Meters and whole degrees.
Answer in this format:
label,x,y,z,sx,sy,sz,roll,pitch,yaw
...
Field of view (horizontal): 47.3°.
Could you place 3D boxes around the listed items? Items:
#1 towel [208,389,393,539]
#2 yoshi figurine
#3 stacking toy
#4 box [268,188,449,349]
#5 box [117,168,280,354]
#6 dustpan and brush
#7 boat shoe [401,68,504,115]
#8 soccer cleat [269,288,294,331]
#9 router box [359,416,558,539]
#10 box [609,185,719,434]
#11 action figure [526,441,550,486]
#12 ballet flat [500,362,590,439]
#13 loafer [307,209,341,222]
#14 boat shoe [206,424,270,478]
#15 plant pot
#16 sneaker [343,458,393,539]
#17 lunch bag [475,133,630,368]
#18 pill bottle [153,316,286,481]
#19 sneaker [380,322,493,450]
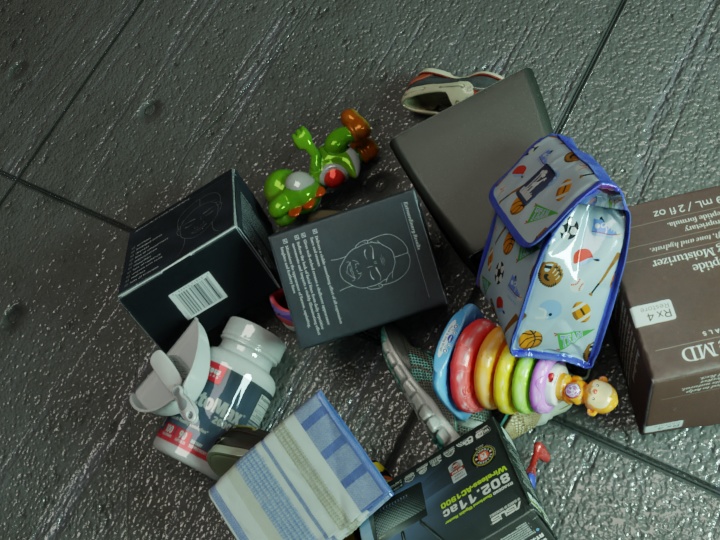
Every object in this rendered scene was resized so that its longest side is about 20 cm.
label,x,y,z,sx,sy,sz,roll,pitch,yaw
towel,-0.071,0.253,0.935,0.200,0.024,0.148,-43,77,17
yoshi figurine,-0.073,-0.154,1.245,0.200,0.112,0.113,-43,96,-13
stacking toy,0.186,0.120,0.904,0.197,0.110,0.117,12,64,37
box,0.000,0.000,1.063,0.196,0.107,0.151,-17,87,5
box,-0.233,-0.018,1.201,0.198,0.125,0.198,-29,32,7
dustpan and brush,-0.231,0.144,1.039,0.140,0.057,0.199,-50,43,-2
boat shoe,0.149,-0.254,1.220,0.198,0.072,0.063,20,57,38
soccer cleat,-0.032,0.041,1.143,0.196,0.073,0.069,-9,59,21
router box,0.095,0.270,0.881,0.198,0.062,0.151,-35,27,9
box,0.362,0.045,0.891,0.162,0.165,0.203,-13,58,8
action figure,0.163,0.283,0.900,0.064,0.052,0.201,-3,39,32
ballet flat,0.234,0.126,0.980,0.065,0.071,0.202,28,80,16
loafer,0.004,-0.045,1.179,0.197,0.076,0.069,0,63,36
boat shoe,-0.089,0.233,0.997,0.197,0.073,0.061,11,38,20
plant pot,0.177,-0.099,1.060,0.197,0.200,0.180,-25,65,10
sneaker,-0.037,0.315,1.007,0.200,0.070,0.090,-45,39,-3
lunch bag,0.204,-0.030,0.882,0.121,0.204,0.171,8,25,-11
pill bottle,-0.184,0.172,1.114,0.118,0.120,0.203,15,70,30
sneaker,0.097,0.139,1.040,0.090,0.078,0.201,-30,60,-7
